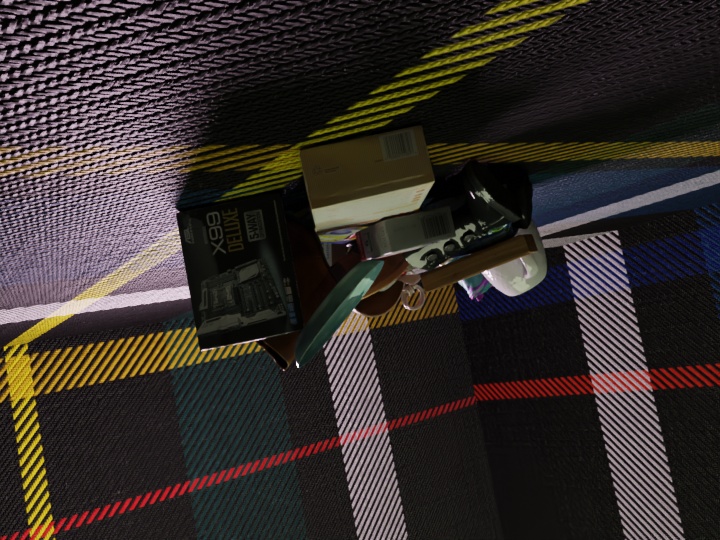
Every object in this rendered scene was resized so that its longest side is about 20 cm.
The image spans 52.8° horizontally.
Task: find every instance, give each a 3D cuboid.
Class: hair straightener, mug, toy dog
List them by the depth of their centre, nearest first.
[{"bbox_3d":[-0.012,-0.071,1.373,0.040,0.079,0.199,20,169,-18],"label":"hair straightener"},{"bbox_3d":[0.298,-0.044,1.445,0.146,0.177,0.200,-32,-173,-1],"label":"mug"},{"bbox_3d":[0.115,-0.023,1.510,0.202,0.131,0.096,-54,171,1],"label":"toy dog"}]

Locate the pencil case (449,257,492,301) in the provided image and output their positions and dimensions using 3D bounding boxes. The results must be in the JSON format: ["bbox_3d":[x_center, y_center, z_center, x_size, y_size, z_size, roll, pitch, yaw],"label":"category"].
[{"bbox_3d":[0.209,-0.031,1.587,0.084,0.200,0.093,-29,158,-34],"label":"pencil case"}]

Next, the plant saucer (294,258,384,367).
[{"bbox_3d":[-0.036,0.057,1.073,0.201,0.027,0.200,-50,174,-7],"label":"plant saucer"}]

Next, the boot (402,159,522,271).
[{"bbox_3d":[0.144,-0.082,1.187,0.198,0.067,0.164,-27,140,28],"label":"boot"}]

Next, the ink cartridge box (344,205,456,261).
[{"bbox_3d":[0.055,-0.050,1.115,0.107,0.052,0.200,-14,179,-20],"label":"ink cartridge box"}]

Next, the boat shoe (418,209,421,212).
[{"bbox_3d":[0.075,-0.083,1.408,0.068,0.075,0.199,-19,173,20],"label":"boat shoe"}]

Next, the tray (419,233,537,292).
[{"bbox_3d":[0.212,-0.014,1.295,0.197,0.038,0.098,-23,174,22],"label":"tray"}]

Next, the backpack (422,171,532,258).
[{"bbox_3d":[0.207,-0.096,1.310,0.195,0.158,0.163,1,-175,17],"label":"backpack"}]

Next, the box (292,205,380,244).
[{"bbox_3d":[-0.029,-0.087,1.207,0.115,0.050,0.199,1,167,-29],"label":"box"}]

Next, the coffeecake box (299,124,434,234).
[{"bbox_3d":[0.005,-0.111,0.943,0.150,0.075,0.200,-13,175,-3],"label":"coffeecake box"}]

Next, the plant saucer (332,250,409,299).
[{"bbox_3d":[0.000,0.000,1.368,0.197,0.038,0.201,-25,-162,8],"label":"plant saucer"}]

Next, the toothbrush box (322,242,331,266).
[{"bbox_3d":[-0.169,-0.018,1.319,0.197,0.088,0.144,-9,-169,-36],"label":"toothbrush box"}]

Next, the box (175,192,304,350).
[{"bbox_3d":[-0.174,0.001,1.060,0.154,0.205,0.050,-10,179,-2],"label":"box"}]

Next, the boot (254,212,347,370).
[{"bbox_3d":[-0.130,0.026,1.153,0.068,0.189,0.200,-23,-159,53],"label":"boot"}]

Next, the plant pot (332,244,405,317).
[{"bbox_3d":[-0.027,0.001,1.637,0.184,0.191,0.198,-7,-173,-39],"label":"plant pot"}]
